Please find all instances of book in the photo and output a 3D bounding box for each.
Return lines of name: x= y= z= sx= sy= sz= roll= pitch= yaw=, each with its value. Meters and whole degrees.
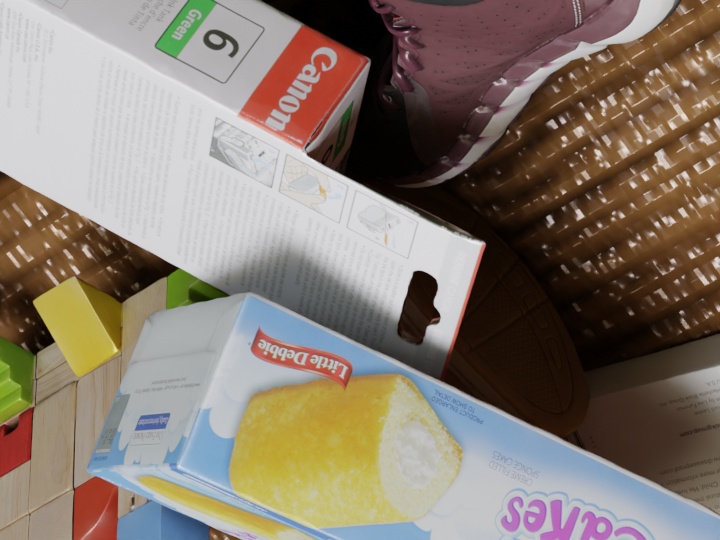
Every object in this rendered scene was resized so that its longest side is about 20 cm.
book: x=0.140 y=0.127 z=1.168 sx=0.133 sy=0.048 sz=0.200 roll=-17 pitch=109 yaw=30

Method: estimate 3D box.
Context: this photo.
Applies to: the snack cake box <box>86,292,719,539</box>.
snack cake box: x=0.016 y=0.080 z=1.065 sx=0.200 sy=0.067 sz=0.115 roll=25 pitch=167 yaw=-17

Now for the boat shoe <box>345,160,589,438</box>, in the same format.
boat shoe: x=0.000 y=0.000 z=1.138 sx=0.200 sy=0.074 sz=0.069 roll=46 pitch=126 yaw=4

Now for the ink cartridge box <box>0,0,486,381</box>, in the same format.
ink cartridge box: x=-0.043 y=-0.043 z=1.044 sx=0.200 sy=0.050 sz=0.109 roll=28 pitch=148 yaw=8

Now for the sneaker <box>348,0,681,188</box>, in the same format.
sneaker: x=0.016 y=-0.096 z=1.028 sx=0.115 sy=0.076 sz=0.200 roll=12 pitch=151 yaw=-29

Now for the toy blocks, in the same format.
toy blocks: x=-0.111 y=0.098 z=1.171 sx=0.200 sy=0.137 sz=0.100 roll=-30 pitch=135 yaw=33
